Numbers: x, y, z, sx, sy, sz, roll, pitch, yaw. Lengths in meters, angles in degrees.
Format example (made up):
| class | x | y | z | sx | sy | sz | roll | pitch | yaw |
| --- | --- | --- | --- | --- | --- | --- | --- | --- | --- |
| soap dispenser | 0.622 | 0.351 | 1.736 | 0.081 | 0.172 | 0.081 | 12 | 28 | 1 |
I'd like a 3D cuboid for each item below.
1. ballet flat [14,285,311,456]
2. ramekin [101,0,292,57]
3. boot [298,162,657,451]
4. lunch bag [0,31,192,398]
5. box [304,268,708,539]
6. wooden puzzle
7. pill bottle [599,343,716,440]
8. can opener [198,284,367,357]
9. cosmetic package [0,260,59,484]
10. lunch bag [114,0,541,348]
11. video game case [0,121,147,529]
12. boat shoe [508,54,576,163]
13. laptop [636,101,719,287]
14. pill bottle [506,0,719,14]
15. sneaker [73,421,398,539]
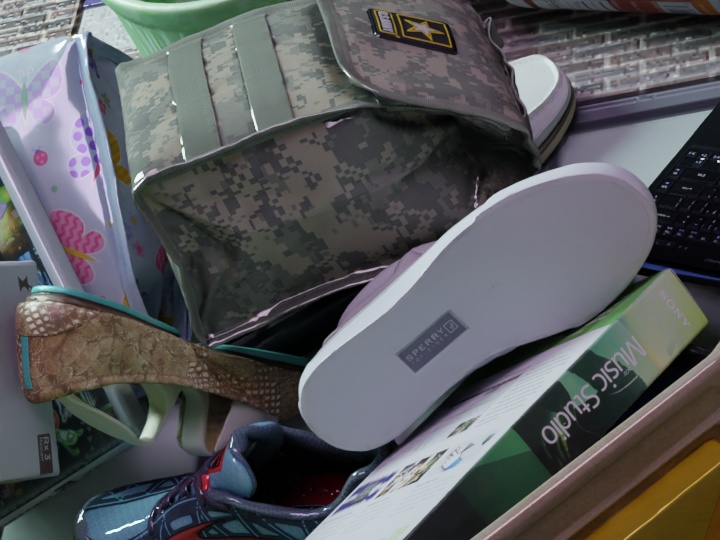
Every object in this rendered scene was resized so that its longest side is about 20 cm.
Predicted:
| class | x | y | z | sx | sy | sz | roll | pitch | yaw |
| --- | --- | --- | --- | --- | --- | --- | --- | --- | --- |
| ballet flat | -0.095 | 0.060 | 1.151 | 0.070 | 0.199 | 0.066 | -2 | 76 | 51 |
| ramekin | -0.067 | -0.195 | 1.425 | 0.199 | 0.098 | 0.201 | -13 | 43 | 13 |
| boot | 0.054 | 0.001 | 1.050 | 0.200 | 0.074 | 0.096 | -34 | 16 | 24 |
| lunch bag | -0.190 | -0.010 | 1.277 | 0.169 | 0.127 | 0.201 | -17 | 74 | 14 |
| box | 0.051 | 0.085 | 1.000 | 0.200 | 0.036 | 0.144 | -44 | 7 | -32 |
| wooden puzzle | 0.119 | 0.150 | 0.928 | 0.200 | 0.185 | 0.037 | -39 | 34 | -16 |
| pill bottle | 0.140 | 0.105 | 1.018 | 0.200 | 0.112 | 0.112 | -40 | 44 | -16 |
| can opener | 0.000 | 0.000 | 1.229 | 0.199 | 0.079 | 0.064 | -27 | 46 | 13 |
| cosmetic package | -0.256 | 0.063 | 1.148 | 0.199 | 0.081 | 0.113 | -12 | 85 | 31 |
| lunch bag | -0.014 | -0.071 | 1.148 | 0.199 | 0.118 | 0.164 | -21 | 29 | 3 |
| video game case | -0.227 | 0.045 | 1.210 | 0.181 | 0.023 | 0.201 | -32 | 75 | 16 |
| boat shoe | 0.032 | -0.069 | 1.274 | 0.200 | 0.069 | 0.075 | -33 | 43 | -9 |
| laptop | 0.168 | -0.049 | 1.131 | 0.200 | 0.103 | 0.177 | -49 | 31 | -17 |
| pill bottle | 0.138 | -0.210 | 1.332 | 0.199 | 0.112 | 0.112 | 6 | 51 | 30 |
| sneaker | -0.057 | 0.108 | 1.120 | 0.199 | 0.096 | 0.080 | -7 | 42 | 19 |
